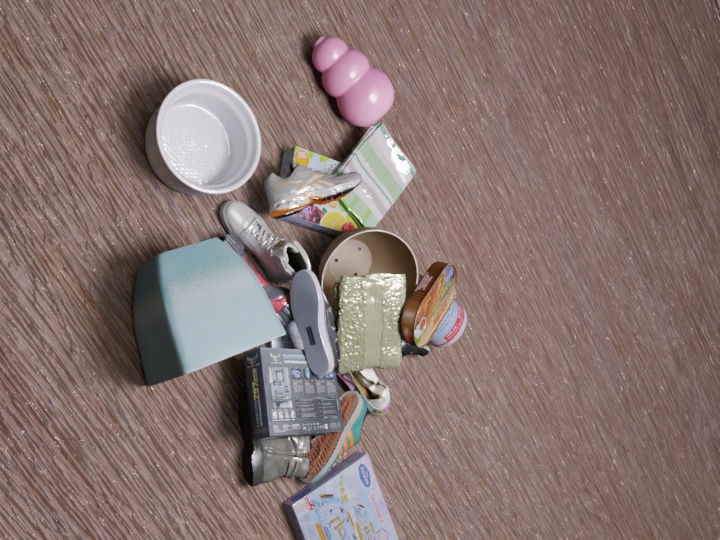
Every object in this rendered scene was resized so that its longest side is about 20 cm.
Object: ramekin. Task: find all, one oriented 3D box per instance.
[{"bbox_3d":[-0.288,-0.230,1.352,0.199,0.097,0.203,4,82,-36],"label":"ramekin"}]

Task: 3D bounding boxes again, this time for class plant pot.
[{"bbox_3d":[-0.279,0.061,1.280,0.195,0.195,0.202,-20,89,-36],"label":"plant pot"},{"bbox_3d":[0.000,0.000,1.504,0.198,0.134,0.203,-6,109,-17],"label":"plant pot"}]

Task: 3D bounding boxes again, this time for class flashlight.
[{"bbox_3d":[-0.194,0.014,1.412,0.200,0.068,0.068,50,22,-15],"label":"flashlight"}]

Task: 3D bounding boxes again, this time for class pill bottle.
[{"bbox_3d":[0.130,0.076,1.625,0.199,0.108,0.110,36,66,-28],"label":"pill bottle"}]

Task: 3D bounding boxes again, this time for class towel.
[{"bbox_3d":[0.028,-0.193,1.561,0.149,0.031,0.201,49,58,-22],"label":"towel"},{"bbox_3d":[0.017,0.102,1.450,0.147,0.036,0.202,-3,109,-18],"label":"towel"}]

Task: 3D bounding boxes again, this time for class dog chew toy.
[{"bbox_3d":[-0.023,-0.397,1.556,0.200,0.124,0.125,46,61,-14],"label":"dog chew toy"}]

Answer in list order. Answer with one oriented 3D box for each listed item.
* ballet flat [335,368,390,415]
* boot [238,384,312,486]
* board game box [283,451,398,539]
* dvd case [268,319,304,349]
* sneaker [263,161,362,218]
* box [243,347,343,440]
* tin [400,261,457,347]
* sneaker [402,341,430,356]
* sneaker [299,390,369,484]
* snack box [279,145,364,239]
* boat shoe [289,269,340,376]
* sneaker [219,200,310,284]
[{"bbox_3d":[0.016,0.232,1.538,0.200,0.071,0.069,52,55,-28],"label":"ballet flat"},{"bbox_3d":[-0.157,0.300,1.416,0.129,0.067,0.203,-5,97,-32],"label":"boot"},{"bbox_3d":[-0.035,0.502,1.504,0.198,0.041,0.202,-25,100,-35],"label":"board game box"},{"bbox_3d":[-0.115,0.196,1.488,0.141,0.017,0.203,-2,86,-36],"label":"dvd case"},{"bbox_3d":[-0.091,-0.172,1.438,0.198,0.076,0.093,-19,85,-24],"label":"sneaker"},{"bbox_3d":[-0.121,0.226,1.392,0.199,0.051,0.160,10,67,-51],"label":"box"},{"bbox_3d":[0.138,0.066,1.507,0.200,0.041,0.113,-52,139,-38],"label":"tin"},{"bbox_3d":[0.060,0.155,1.604,0.199,0.076,0.088,29,93,-35],"label":"sneaker"},{"bbox_3d":[-0.044,0.342,1.494,0.201,0.071,0.080,-55,137,-14],"label":"sneaker"},{"bbox_3d":[-0.071,-0.153,1.532,0.198,0.053,0.144,15,75,-35],"label":"snack box"},{"bbox_3d":[-0.076,0.093,1.406,0.066,0.069,0.202,-22,98,-57],"label":"boat shoe"},{"bbox_3d":[-0.171,-0.059,1.412,0.200,0.115,0.074,49,62,-21],"label":"sneaker"}]
